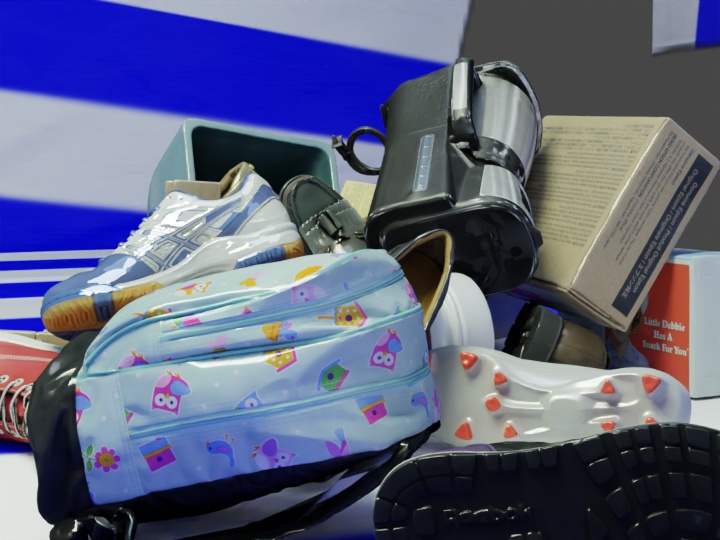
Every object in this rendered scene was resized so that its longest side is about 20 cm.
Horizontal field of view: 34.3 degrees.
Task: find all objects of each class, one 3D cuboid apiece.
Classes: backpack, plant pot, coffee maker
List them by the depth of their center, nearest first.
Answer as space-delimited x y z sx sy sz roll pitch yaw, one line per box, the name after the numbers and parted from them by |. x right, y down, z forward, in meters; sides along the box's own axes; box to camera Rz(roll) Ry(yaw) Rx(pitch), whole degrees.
-0.059 0.062 0.612 0.197 0.128 0.167 -13 9 9 | backpack
0.064 -0.063 0.998 0.191 0.135 0.201 -31 29 32 | coffee maker
-0.151 -0.029 1.345 0.194 0.198 0.200 6 -24 -33 | plant pot

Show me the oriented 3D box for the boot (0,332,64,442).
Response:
-0.237 0.089 0.783 0.197 0.073 0.144 3 6 -5 | boot

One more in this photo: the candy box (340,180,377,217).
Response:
0.079 -0.035 1.277 0.198 0.056 0.116 9 -26 23 | candy box

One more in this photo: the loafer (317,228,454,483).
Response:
0.004 0.045 0.746 0.072 0.073 0.201 31 48 -2 | loafer

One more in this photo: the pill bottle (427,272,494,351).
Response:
-0.009 0.055 0.859 0.198 0.116 0.114 -3 6 -28 | pill bottle

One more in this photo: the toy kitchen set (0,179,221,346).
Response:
-0.221 0.013 0.972 0.197 0.183 0.163 3 3 -10 | toy kitchen set

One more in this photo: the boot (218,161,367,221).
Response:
-0.056 -0.046 1.106 0.199 0.156 0.073 -32 22 20 | boot

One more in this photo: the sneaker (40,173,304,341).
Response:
-0.145 -0.010 0.868 0.198 0.089 0.075 -17 -21 -20 | sneaker

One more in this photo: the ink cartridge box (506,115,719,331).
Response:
0.193 -0.048 1.018 0.075 0.166 0.200 33 -5 -22 | ink cartridge box

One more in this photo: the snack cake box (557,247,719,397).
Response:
0.254 0.037 1.031 0.066 0.117 0.200 -2 6 -24 | snack cake box

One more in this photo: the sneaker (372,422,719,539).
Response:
0.109 0.105 0.551 0.197 0.077 0.088 0 -1 11 | sneaker

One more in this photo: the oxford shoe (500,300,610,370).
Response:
0.165 0.074 0.996 0.084 0.073 0.200 23 2 -1 | oxford shoe

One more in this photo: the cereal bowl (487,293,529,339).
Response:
0.091 0.019 1.210 0.198 0.084 0.201 17 -23 8 | cereal bowl

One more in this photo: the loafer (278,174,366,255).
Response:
0.000 0.000 1.043 0.072 0.201 0.063 -35 11 -18 | loafer

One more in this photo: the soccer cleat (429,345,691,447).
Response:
0.120 0.091 0.782 0.197 0.070 0.077 2 -10 21 | soccer cleat
